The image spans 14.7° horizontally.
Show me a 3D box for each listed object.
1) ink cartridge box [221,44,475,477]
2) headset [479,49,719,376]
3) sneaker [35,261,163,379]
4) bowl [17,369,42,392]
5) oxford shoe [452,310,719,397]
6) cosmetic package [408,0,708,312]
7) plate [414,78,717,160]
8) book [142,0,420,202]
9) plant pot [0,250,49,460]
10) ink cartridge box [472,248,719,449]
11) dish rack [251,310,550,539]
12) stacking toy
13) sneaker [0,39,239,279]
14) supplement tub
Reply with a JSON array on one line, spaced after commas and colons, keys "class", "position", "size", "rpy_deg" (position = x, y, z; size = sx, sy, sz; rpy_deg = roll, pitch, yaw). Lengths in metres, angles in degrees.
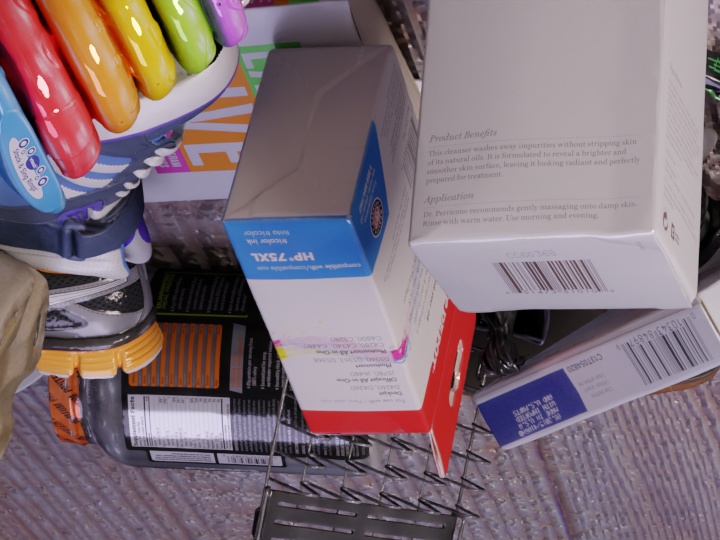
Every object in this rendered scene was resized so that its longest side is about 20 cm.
[{"class": "ink cartridge box", "position": [0.000, 0.000, 1.375], "size": [0.067, 0.117, 0.201], "rpy_deg": [-2, 138, 17]}, {"class": "headset", "position": [0.126, -0.029, 1.431], "size": [0.123, 0.094, 0.200], "rpy_deg": [31, 128, -20]}, {"class": "sneaker", "position": [-0.204, 0.008, 1.488], "size": [0.198, 0.078, 0.078], "rpy_deg": [1, 115, 2]}, {"class": "bowl", "position": [-0.263, -0.006, 1.590], "size": [0.199, 0.091, 0.202], "rpy_deg": [-3, 146, -2]}, {"class": "oxford shoe", "position": [0.126, 0.055, 1.717], "size": [0.198, 0.072, 0.071], "rpy_deg": [2, 163, 4]}, {"class": "cosmetic package", "position": [0.089, -0.089, 1.201], "size": [0.112, 0.201, 0.081], "rpy_deg": [-1, 156, 20]}, {"class": "plate", "position": [0.075, -0.041, 1.541], "size": [0.198, 0.033, 0.200], "rpy_deg": [9, 157, -8]}, {"class": "book", "position": [-0.078, -0.094, 1.414], "size": [0.199, 0.048, 0.134], "rpy_deg": [-4, 141, 20]}, {"class": "plant pot", "position": [-0.260, 0.033, 1.379], "size": [0.182, 0.202, 0.201], "rpy_deg": [20, 158, 5]}, {"class": "ink cartridge box", "position": [0.185, 0.016, 1.484], "size": [0.200, 0.041, 0.199], "rpy_deg": [-32, -178, -37]}, {"class": "dish rack", "position": [0.017, 0.094, 1.613], "size": [0.152, 0.202, 0.054], "rpy_deg": [10, -176, -28]}, {"class": "stacking toy", "position": [-0.091, -0.123, 1.254], "size": [0.199, 0.110, 0.116], "rpy_deg": [-28, 149, -6]}, {"class": "sneaker", "position": [-0.120, -0.059, 1.381], "size": [0.199, 0.081, 0.147], "rpy_deg": [-12, 144, 25]}, {"class": "supplement tub", "position": [-0.083, 0.061, 1.700], "size": [0.198, 0.123, 0.123], "rpy_deg": [3, 158, 7]}]
